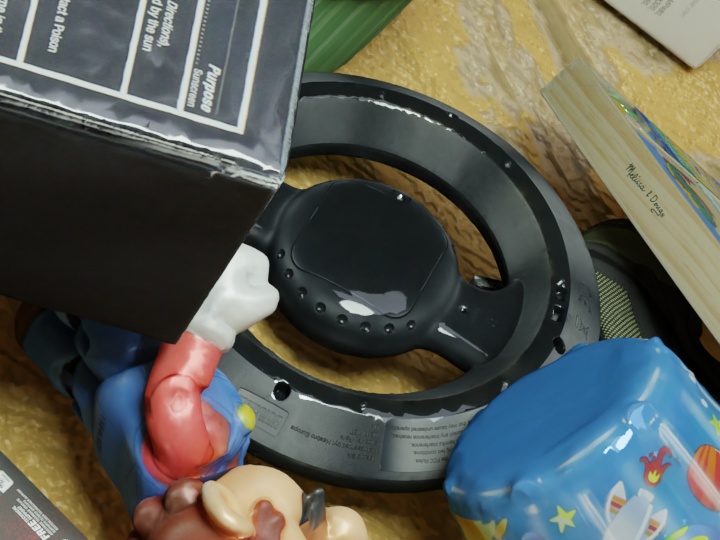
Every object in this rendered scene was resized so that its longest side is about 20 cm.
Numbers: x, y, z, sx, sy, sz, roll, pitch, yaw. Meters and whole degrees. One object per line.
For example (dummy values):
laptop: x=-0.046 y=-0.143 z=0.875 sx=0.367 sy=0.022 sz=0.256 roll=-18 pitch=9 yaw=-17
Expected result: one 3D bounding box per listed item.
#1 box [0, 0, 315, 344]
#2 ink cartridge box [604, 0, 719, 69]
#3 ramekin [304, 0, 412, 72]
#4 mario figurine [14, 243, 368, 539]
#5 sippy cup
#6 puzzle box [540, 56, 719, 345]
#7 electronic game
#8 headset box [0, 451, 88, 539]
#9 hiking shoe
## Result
box: x=-0.118 y=-0.108 z=0.745 sx=0.198 sy=0.123 sz=0.201 roll=16 pitch=59 yaw=-12
ink cartridge box: x=0.133 y=-0.218 z=1.194 sx=0.200 sy=0.084 sz=0.145 roll=37 pitch=43 yaw=-7
ramekin: x=-0.048 y=-0.176 z=1.017 sx=0.199 sy=0.098 sz=0.201 roll=20 pitch=48 yaw=-23
mario figurine: x=-0.045 y=0.066 z=0.815 sx=0.200 sy=0.106 sz=0.123 roll=59 pitch=6 yaw=33
sippy cup: x=0.100 y=0.100 z=0.862 sx=0.178 sy=0.139 sz=0.131 roll=-46 pitch=110 yaw=-35
puzzle box: x=0.159 y=0.002 z=1.007 sx=0.133 sy=0.025 sz=0.200 roll=37 pitch=16 yaw=-41
electronic game: x=0.000 y=0.000 z=0.940 sx=0.199 sy=0.042 sz=0.201 roll=10 pitch=51 yaw=-12
headset box: x=-0.195 y=0.108 z=0.690 sx=0.149 sy=0.077 sz=0.200 roll=46 pitch=49 yaw=0
hiking shoe: x=0.123 y=0.074 z=0.982 sx=0.100 sy=0.076 sz=0.200 roll=-20 pitch=62 yaw=-35
